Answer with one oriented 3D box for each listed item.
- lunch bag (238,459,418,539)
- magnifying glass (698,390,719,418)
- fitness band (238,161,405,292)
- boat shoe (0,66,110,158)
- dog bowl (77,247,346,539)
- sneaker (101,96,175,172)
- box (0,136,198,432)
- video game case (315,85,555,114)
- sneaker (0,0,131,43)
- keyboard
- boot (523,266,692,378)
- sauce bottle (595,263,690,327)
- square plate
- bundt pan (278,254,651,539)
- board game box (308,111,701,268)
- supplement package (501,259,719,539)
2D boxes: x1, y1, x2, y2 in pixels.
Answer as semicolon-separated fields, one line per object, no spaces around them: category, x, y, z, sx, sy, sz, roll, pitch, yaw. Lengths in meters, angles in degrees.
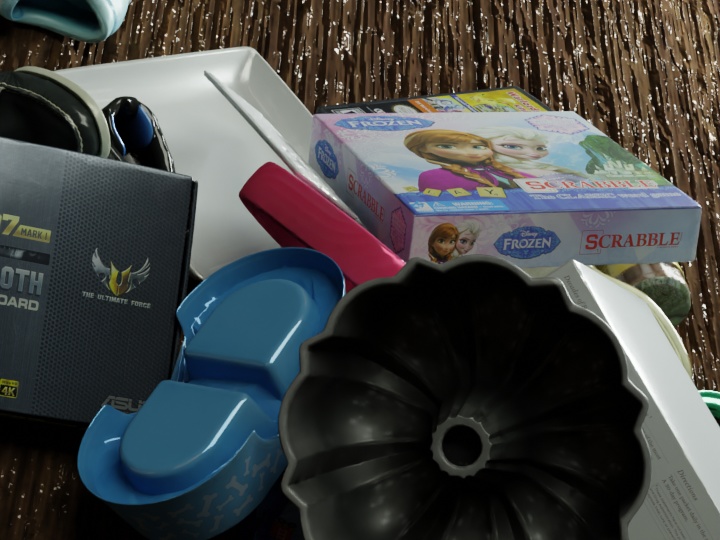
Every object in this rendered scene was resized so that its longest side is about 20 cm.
lunch bag;0.009;0.108;1.300;0.150;0.094;0.200;16;35;-14
magnifying glass;0.240;0.152;1.448;0.079;0.022;0.200;26;39;-4
fitness band;0.000;0.000;1.326;0.200;0.037;0.144;36;-9;48
boat shoe;-0.241;-0.089;1.322;0.199;0.075;0.066;18;32;35
dog bowl;-0.074;0.072;1.213;0.111;0.050;0.200;6;48;37
sneaker;-0.184;-0.087;1.371;0.200;0.112;0.073;46;39;20
box;-0.201;0.006;1.242;0.199;0.051;0.158;12;77;-23
video game case;0.092;-0.077;1.542;0.180;0.026;0.200;-9;32;-30
sneaker;-0.255;-0.220;1.508;0.199;0.074;0.082;19;36;-12
keyboard;-0.055;-0.084;1.406;0.056;0.011;0.200;44;2;-31
boot;0.115;0.037;1.457;0.154;0.072;0.200;-14;50;-42
sauce bottle;0.184;-0.035;1.583;0.065;0.065;0.200;8;38;-25
square plate;-0.095;-0.072;1.474;0.198;0.028;0.200;-13;55;-45
bundt pan;0.061;0.090;1.145;0.202;0.202;0.076;38;11;11
board game box;0.090;-0.056;1.407;0.199;0.041;0.200;-2;22;-21
supplement package;0.150;0.116;1.245;0.200;0.111;0.156;62;15;20
